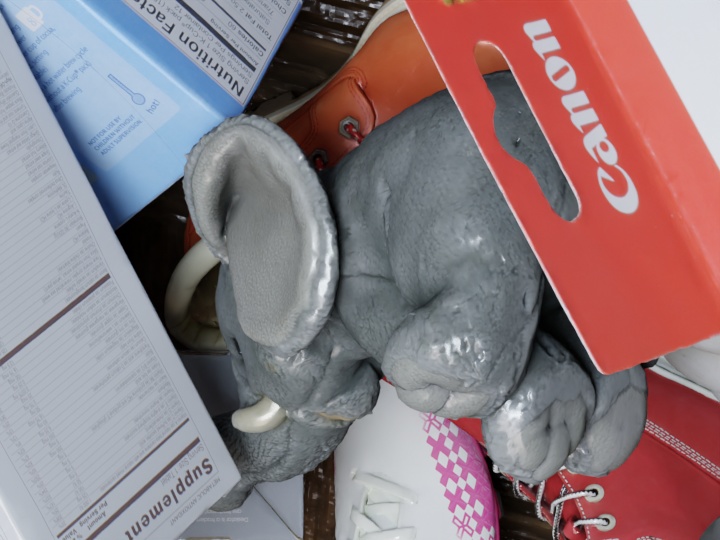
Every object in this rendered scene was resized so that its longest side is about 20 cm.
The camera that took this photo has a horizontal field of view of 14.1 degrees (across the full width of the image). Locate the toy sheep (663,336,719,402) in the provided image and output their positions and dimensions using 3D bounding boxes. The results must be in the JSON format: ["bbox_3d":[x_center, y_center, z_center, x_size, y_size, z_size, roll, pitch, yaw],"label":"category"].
[{"bbox_3d":[0.155,-0.008,1.040,0.137,0.138,0.201,-3,130,26],"label":"toy sheep"}]

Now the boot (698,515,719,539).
[{"bbox_3d":[0.240,0.098,1.075,0.199,0.078,0.138,-14,161,33],"label":"boot"}]

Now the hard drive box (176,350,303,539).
[{"bbox_3d":[-0.113,0.086,1.186,0.155,0.077,0.200,1,168,-10],"label":"hard drive box"}]

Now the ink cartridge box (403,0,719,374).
[{"bbox_3d":[0.114,-0.068,0.907,0.047,0.199,0.161,-37,75,45],"label":"ink cartridge box"}]

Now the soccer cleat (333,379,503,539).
[{"bbox_3d":[0.019,0.135,1.206,0.070,0.086,0.201,-16,85,40],"label":"soccer cleat"}]

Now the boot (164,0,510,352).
[{"bbox_3d":[0.001,-0.036,1.097,0.075,0.107,0.200,42,132,-14],"label":"boot"}]

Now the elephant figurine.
[{"bbox_3d":[0.000,0.000,1.000,0.199,0.156,0.142,7,151,42],"label":"elephant figurine"}]

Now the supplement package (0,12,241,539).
[{"bbox_3d":[-0.149,0.023,0.986,0.109,0.114,0.201,-17,104,38],"label":"supplement package"}]

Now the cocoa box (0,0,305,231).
[{"bbox_3d":[-0.127,-0.086,1.085,0.133,0.132,0.200,40,135,-15],"label":"cocoa box"}]

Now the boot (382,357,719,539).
[{"bbox_3d":[0.075,0.082,1.149,0.199,0.145,0.073,22,138,4],"label":"boot"}]
